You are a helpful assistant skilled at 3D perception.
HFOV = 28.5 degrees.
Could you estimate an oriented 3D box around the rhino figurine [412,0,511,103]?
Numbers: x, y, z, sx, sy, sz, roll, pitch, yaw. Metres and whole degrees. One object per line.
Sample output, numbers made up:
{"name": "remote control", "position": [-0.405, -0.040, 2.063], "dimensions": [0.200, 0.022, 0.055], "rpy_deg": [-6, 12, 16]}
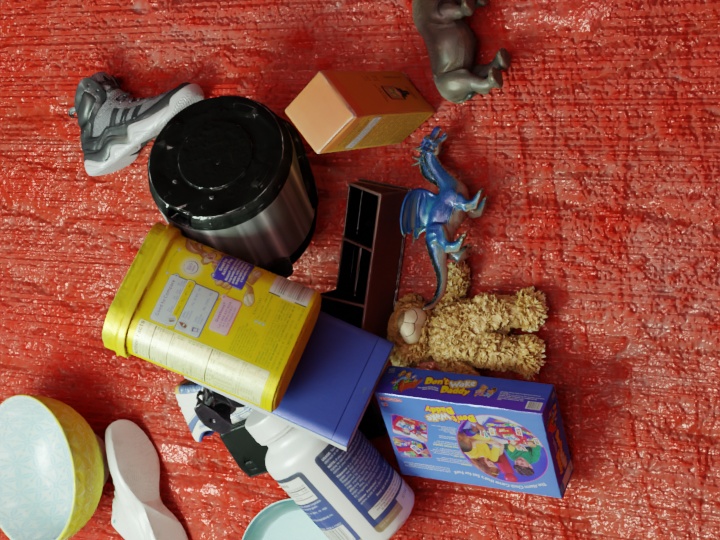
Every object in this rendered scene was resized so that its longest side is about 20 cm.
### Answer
{"name": "rhino figurine", "position": [0.098, -0.280, 1.570], "dimensions": [0.087, 0.060, 0.202], "rpy_deg": [-24, 81, 38]}

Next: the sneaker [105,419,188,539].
{"name": "sneaker", "position": [-0.298, 0.296, 1.840], "dimensions": [0.088, 0.075, 0.202], "rpy_deg": [-24, 85, 40]}

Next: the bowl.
{"name": "bowl", "position": [-0.393, 0.257, 1.851], "dimensions": [0.199, 0.107, 0.202], "rpy_deg": [2, 93, 41]}

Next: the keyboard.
{"name": "keyboard", "position": [-0.064, 0.196, 1.709], "dimensions": [0.198, 0.040, 0.105], "rpy_deg": [-19, 114, 21]}

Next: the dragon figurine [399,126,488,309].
{"name": "dragon figurine", "position": [0.080, -0.056, 1.586], "dimensions": [0.099, 0.059, 0.202], "rpy_deg": [18, 84, 19]}

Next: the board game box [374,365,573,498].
{"name": "board game box", "position": [0.126, 0.179, 1.575], "dimensions": [0.198, 0.045, 0.135], "rpy_deg": [5, 132, 27]}

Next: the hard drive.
{"name": "hard drive", "position": [-0.079, 0.100, 1.578], "dimensions": [0.199, 0.025, 0.133], "rpy_deg": [23, 67, 8]}

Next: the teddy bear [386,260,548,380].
{"name": "teddy bear", "position": [0.117, 0.067, 1.594], "dimensions": [0.199, 0.067, 0.146], "rpy_deg": [19, 102, 24]}

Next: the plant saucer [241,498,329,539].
{"name": "plant saucer", "position": [-0.061, 0.376, 1.744], "dimensions": [0.198, 0.027, 0.202], "rpy_deg": [4, 98, 28]}

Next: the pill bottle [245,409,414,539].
{"name": "pill bottle", "position": [-0.038, 0.224, 1.630], "dimensions": [0.111, 0.111, 0.200], "rpy_deg": [-34, 104, 26]}

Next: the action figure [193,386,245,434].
{"name": "action figure", "position": [-0.158, 0.098, 1.691], "dimensions": [0.130, 0.201, 0.069], "rpy_deg": [-40, 115, 20]}

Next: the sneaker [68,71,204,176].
{"name": "sneaker", "position": [-0.289, -0.207, 1.772], "dimensions": [0.199, 0.075, 0.115], "rpy_deg": [-30, 84, 30]}

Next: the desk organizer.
{"name": "desk organizer", "position": [0.000, 0.000, 1.642], "dimensions": [0.071, 0.077, 0.202], "rpy_deg": [12, 101, 26]}

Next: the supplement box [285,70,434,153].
{"name": "supplement box", "position": [0.003, -0.175, 1.553], "dimensions": [0.069, 0.200, 0.067], "rpy_deg": [-45, 76, 28]}

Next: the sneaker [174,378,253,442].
{"name": "sneaker", "position": [-0.134, 0.166, 1.743], "dimensions": [0.199, 0.075, 0.089], "rpy_deg": [-7, 103, 35]}

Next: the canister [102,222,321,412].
{"name": "canister", "position": [-0.158, 0.052, 1.535], "dimensions": [0.198, 0.087, 0.149], "rpy_deg": [22, 66, 5]}

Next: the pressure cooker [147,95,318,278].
{"name": "pressure cooker", "position": [-0.142, -0.085, 1.645], "dimensions": [0.177, 0.200, 0.177], "rpy_deg": [12, 65, 19]}
